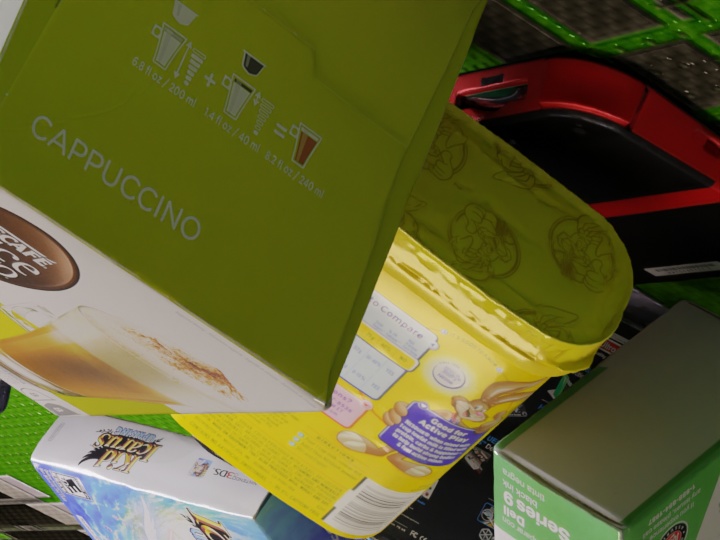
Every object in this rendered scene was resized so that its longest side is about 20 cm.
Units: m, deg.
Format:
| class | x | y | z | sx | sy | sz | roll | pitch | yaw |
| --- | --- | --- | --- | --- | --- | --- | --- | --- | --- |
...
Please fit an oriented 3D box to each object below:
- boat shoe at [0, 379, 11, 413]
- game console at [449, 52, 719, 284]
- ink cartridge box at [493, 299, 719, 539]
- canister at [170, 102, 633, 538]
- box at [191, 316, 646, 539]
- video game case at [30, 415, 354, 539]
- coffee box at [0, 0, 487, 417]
| class | x | y | z | sx | sy | sz | roll | pitch | yaw |
| --- | --- | --- | --- | --- | --- | --- | --- | --- | --- |
| boat shoe | -0.216 | -0.016 | 1.482 | 0.074 | 0.201 | 0.093 | -14 | -150 | -20 |
| game console | 0.106 | -0.042 | 1.310 | 0.176 | 0.031 | 0.200 | 27 | 161 | -31 |
| ink cartridge box | 0.137 | 0.140 | 1.332 | 0.084 | 0.146 | 0.201 | 29 | 138 | 33 |
| canister | 0.009 | 0.025 | 1.286 | 0.148 | 0.087 | 0.200 | 36 | 136 | -8 |
| box | 0.038 | 0.064 | 1.412 | 0.199 | 0.159 | 0.046 | 27 | 171 | 13 |
| video game case | -0.065 | 0.167 | 1.553 | 0.181 | 0.046 | 0.200 | 8 | 143 | 42 |
| coffee box | -0.104 | -0.073 | 1.151 | 0.199 | 0.201 | 0.197 | 35 | 157 | -33 |
